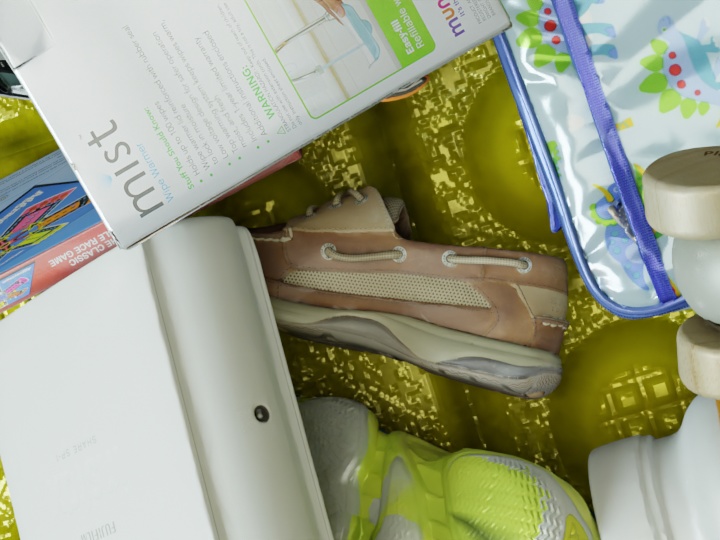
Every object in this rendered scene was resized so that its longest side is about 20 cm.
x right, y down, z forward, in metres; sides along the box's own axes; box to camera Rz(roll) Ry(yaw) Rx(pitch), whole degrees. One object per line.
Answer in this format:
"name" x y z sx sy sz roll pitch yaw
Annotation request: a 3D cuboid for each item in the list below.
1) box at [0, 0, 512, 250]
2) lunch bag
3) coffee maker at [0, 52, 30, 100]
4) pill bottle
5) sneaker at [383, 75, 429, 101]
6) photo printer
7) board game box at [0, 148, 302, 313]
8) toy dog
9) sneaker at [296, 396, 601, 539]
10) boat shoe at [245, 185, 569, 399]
"box" -0.068 -0.139 0.860 0.176 0.097 0.201 -31 101 1
"lunch bag" 0.141 -0.088 0.950 0.160 0.082 0.201 -17 93 15
"coffee maker" -0.213 -0.164 0.978 0.199 0.135 0.193 -3 97 11
"pill bottle" 0.205 0.092 0.945 0.199 0.116 0.117 -18 94 12
"sneaker" 0.012 -0.171 0.965 0.075 0.078 0.201 11 88 -3
"photo printer" -0.085 0.097 0.946 0.166 0.069 0.201 -27 75 50
"board game box" -0.115 -0.035 0.995 0.199 0.103 0.019 -26 116 14
"toy dog" 0.202 -0.013 0.864 0.199 0.096 0.133 12 116 -1
"sneaker" 0.030 0.114 1.002 0.199 0.105 0.076 15 78 41
"boat shoe" 0.000 0.000 0.998 0.199 0.076 0.072 15 87 9
